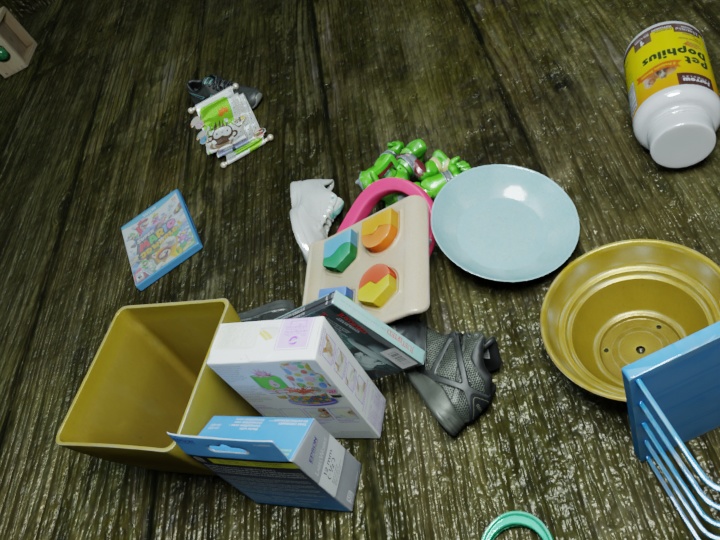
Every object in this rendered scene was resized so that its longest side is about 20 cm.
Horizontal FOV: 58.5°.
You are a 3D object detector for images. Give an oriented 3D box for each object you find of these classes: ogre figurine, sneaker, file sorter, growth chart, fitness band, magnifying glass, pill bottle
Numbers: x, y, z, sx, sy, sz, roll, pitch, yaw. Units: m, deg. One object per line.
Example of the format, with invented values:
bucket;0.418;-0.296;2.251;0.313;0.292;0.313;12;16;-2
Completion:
ogre figurine;0.072;-0.150;1.012;0.119;0.099;0.200;-34;56;-17
sneaker;0.101;0.098;0.809;0.114;0.076;0.200;-35;48;-3
file sorter;0.328;0.145;0.556;0.138;0.200;0.123;-27;48;6
growth chart;-0.280;-0.304;1.355;0.144;0.018;0.201;-33;63;3
fitness band;0.030;-0.037;0.933;0.143;0.037;0.201;41;107;31
magnifying glass;0.145;0.337;0.626;0.079;0.022;0.202;-1;55;29
pill bottle;0.423;-0.238;0.875;0.108;0.110;0.202;-8;51;23
sneaker;-0.308;-0.390;1.431;0.198;0.080;0.076;5;56;30
sneaker;-0.067;-0.090;1.062;0.087;0.076;0.201;-13;47;4
sneaker;-0.151;0.108;0.950;0.198;0.060;0.105;-23;42;6

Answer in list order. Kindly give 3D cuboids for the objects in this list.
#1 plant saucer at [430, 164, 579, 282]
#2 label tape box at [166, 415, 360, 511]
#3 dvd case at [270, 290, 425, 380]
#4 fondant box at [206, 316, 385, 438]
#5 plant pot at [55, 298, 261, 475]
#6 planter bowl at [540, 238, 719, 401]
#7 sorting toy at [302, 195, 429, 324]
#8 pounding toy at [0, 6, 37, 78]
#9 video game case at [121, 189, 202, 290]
plant saucer;0.195;-0.060;0.883;0.198;0.039;0.203;-2;56;3
label tape box;-0.104;0.210;0.742;0.142;0.201;0.067;-5;50;26
dvd case;-0.039;0.096;0.787;0.199;0.145;0.022;-26;38;46
fondant box;-0.070;0.137;0.783;0.143;0.201;0.059;-6;51;24
plant pot;-0.235;0.175;0.859;0.198;0.177;0.202;-6;52;28
planter bowl;0.306;0.070;0.709;0.198;0.084;0.202;-16;48;18
sorting toy;0.000;0.000;0.865;0.199;0.036;0.187;-21;49;31
pounding toy;-1.237;-0.763;2.177;0.141;0.185;0.201;-20;47;13
video game case;-0.391;-0.065;1.254;0.143;0.018;0.200;-35;45;0
